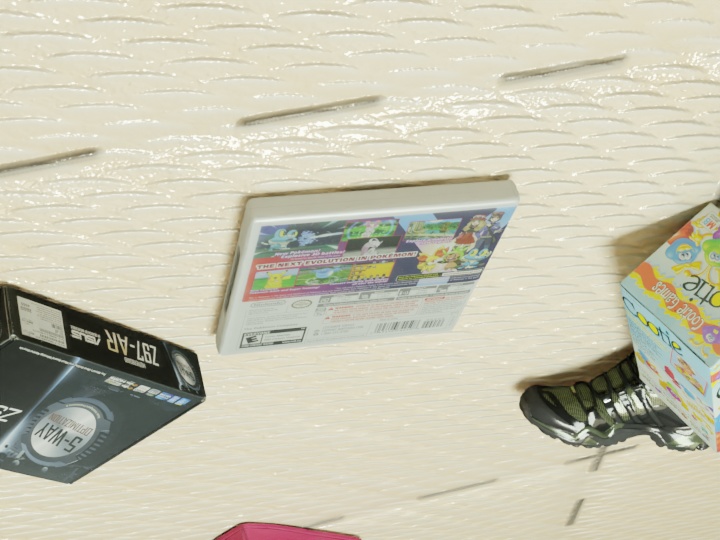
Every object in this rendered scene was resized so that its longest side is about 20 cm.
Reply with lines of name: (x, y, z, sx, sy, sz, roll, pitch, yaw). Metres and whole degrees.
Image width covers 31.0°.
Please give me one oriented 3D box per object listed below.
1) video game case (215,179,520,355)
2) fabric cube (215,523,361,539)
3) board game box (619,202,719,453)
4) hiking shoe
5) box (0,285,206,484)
video game case: (0.000, 0.000, 0.964, 0.198, 0.023, 0.183, -5, 148, -18)
fabric cube: (-0.102, 0.415, 1.418, 0.200, 0.201, 0.195, -36, 143, 31)
board game box: (0.297, 0.053, 1.089, 0.103, 0.105, 0.200, -40, 150, -5)
hiking shoe: (0.250, 0.111, 1.237, 0.198, 0.076, 0.102, 4, 114, -10)
box: (-0.240, 0.092, 0.973, 0.160, 0.044, 0.199, -32, 147, 23)
